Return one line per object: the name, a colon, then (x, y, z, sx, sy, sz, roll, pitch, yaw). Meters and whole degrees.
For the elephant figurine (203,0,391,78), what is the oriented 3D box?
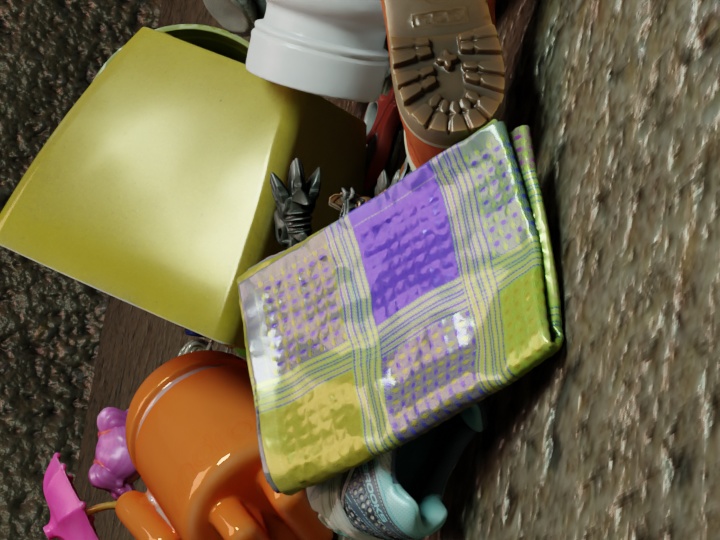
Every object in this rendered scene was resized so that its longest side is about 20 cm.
elephant figurine: (-0.076, -0.227, 1.365, 0.155, 0.200, 0.142, -24, 31, 34)

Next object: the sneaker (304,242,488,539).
sneaker: (0.041, 0.051, 0.965, 0.086, 0.077, 0.201, 6, 80, 54)

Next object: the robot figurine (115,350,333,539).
robot figurine: (-0.091, 0.130, 1.257, 0.200, 0.116, 0.144, 45, 120, 49)

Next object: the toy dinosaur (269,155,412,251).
toy dinosaur: (0.000, 0.000, 1.122, 0.200, 0.102, 0.136, -48, 42, 22)

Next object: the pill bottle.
pill bottle: (-0.008, -0.214, 1.142, 0.120, 0.119, 0.201, -122, 44, -72)

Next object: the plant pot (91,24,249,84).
plant pot: (-0.155, -0.126, 1.735, 0.193, 0.199, 0.201, -83, 6, -88)

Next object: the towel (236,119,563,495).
towel: (0.014, 0.021, 0.935, 0.200, 0.023, 0.144, -28, 54, 33)

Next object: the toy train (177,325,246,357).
toy train: (-0.113, 0.052, 1.598, 0.116, 0.084, 0.201, 31, 108, 63)

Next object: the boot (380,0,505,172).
boot: (0.042, -0.142, 1.013, 0.107, 0.075, 0.201, 81, -173, -66)

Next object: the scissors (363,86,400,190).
scissors: (0.030, -0.119, 1.270, 0.200, 0.014, 0.073, 132, 150, -64)

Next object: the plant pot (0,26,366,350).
plant pot: (-0.105, -0.057, 1.270, 0.177, 0.199, 0.200, -69, -21, 1)

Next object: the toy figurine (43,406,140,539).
toy figurine: (-0.146, 0.163, 1.371, 0.150, 0.183, 0.201, 150, 132, -73)
